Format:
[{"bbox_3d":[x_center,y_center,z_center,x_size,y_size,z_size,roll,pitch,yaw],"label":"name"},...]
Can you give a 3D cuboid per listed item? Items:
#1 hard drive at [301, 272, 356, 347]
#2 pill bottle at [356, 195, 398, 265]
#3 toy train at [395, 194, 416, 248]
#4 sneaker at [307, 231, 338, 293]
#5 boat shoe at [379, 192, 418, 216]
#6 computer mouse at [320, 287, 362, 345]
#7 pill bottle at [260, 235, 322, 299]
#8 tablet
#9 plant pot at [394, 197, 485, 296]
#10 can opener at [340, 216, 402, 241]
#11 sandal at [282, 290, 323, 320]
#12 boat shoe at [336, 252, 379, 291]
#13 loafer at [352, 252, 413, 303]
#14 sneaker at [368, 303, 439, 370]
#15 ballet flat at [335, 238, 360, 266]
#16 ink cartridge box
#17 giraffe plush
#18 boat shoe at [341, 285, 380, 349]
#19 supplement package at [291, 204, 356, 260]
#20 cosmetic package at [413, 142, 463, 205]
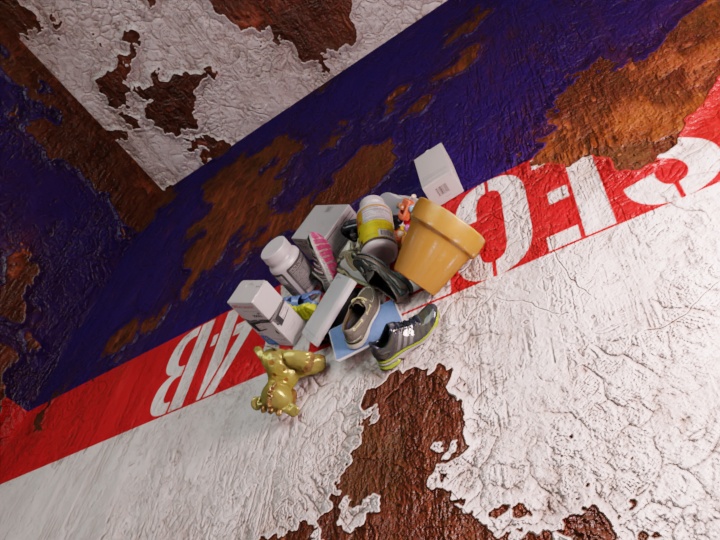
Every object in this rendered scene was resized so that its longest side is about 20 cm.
[{"bbox_3d":[-0.089,0.105,1.637,0.203,0.026,0.132,-58,20,-4],"label":"hard drive"},{"bbox_3d":[0.044,-0.117,1.682,0.108,0.109,0.204,-27,47,22],"label":"pill bottle"},{"bbox_3d":[0.137,-0.130,1.677,0.153,0.054,0.200,-69,27,17],"label":"toy train"},{"bbox_3d":[-0.122,-0.018,1.800,0.087,0.203,0.073,-34,-13,35],"label":"sneaker"},{"bbox_3d":[0.133,-0.200,1.822,0.198,0.065,0.074,8,91,50],"label":"boat shoe"},{"bbox_3d":[-0.046,0.119,1.631,0.137,0.053,0.202,-3,48,49],"label":"computer mouse"},{"bbox_3d":[-0.212,-0.004,1.835,0.112,0.201,0.115,-28,32,19],"label":"pill bottle"},{"bbox_3d":[0.015,0.154,1.514,0.196,0.014,0.131,-27,34,3],"label":"tablet"},{"bbox_3d":[0.180,-0.049,1.468,0.186,0.198,0.200,-57,30,2],"label":"plant pot"},{"bbox_3d":[0.031,-0.138,1.816,0.195,0.064,0.081,-8,64,17],"label":"can opener"},{"bbox_3d":[-0.176,0.105,1.788,0.196,0.080,0.088,1,45,39],"label":"sandal"},{"bbox_3d":[0.000,0.000,1.687,0.199,0.074,0.070,29,94,52],"label":"boat shoe"},{"bbox_3d":[0.048,0.018,1.561,0.198,0.073,0.063,31,54,30],"label":"loafer"},{"bbox_3d":[0.104,0.147,1.392,0.200,0.081,0.074,-43,30,-3],"label":"sneaker"},{"bbox_3d":[-0.002,-0.065,1.795,0.197,0.067,0.077,-18,77,32],"label":"ballet flat"},{"bbox_3d":[-0.276,0.127,1.741,0.143,0.201,0.085,-3,45,47],"label":"ink cartridge box"},{"bbox_3d":[-0.196,0.287,1.509,0.170,0.198,0.167,-3,75,42],"label":"giraffe plush"},{"bbox_3d":[0.001,0.107,1.519,0.070,0.061,0.204,-8,39,26],"label":"boat shoe"},{"bbox_3d":[-0.105,-0.125,1.957,0.198,0.111,0.157,7,55,52],"label":"supplement package"},{"bbox_3d":[0.237,-0.294,1.805,0.106,0.085,0.202,-29,31,18],"label":"cosmetic package"}]
